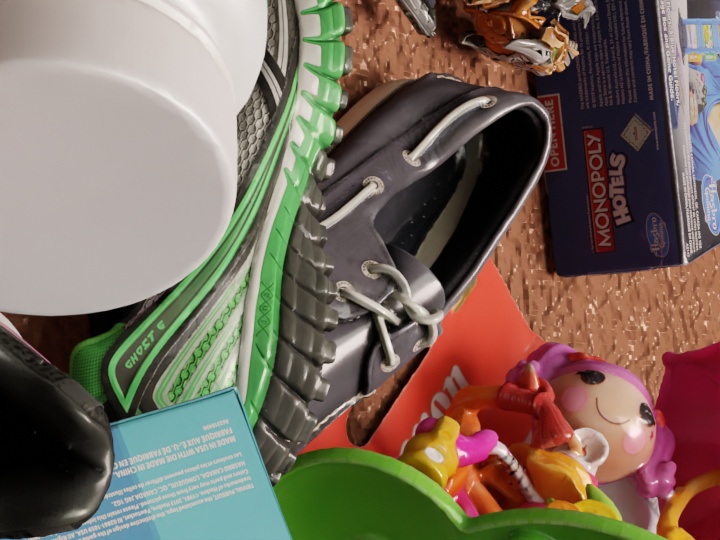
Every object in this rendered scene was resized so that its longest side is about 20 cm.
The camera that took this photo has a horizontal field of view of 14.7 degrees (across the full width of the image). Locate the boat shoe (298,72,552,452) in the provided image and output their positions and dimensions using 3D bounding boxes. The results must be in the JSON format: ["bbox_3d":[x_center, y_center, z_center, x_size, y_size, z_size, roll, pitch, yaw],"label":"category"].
[{"bbox_3d":[0.000,0.000,0.929,0.200,0.063,0.073,-52,128,-40],"label":"boat shoe"}]

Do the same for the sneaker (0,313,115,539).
[{"bbox_3d":[-0.133,0.017,0.577,0.200,0.086,0.080,7,95,-41],"label":"sneaker"}]

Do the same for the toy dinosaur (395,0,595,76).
[{"bbox_3d":[0.040,-0.162,0.984,0.136,0.102,0.200,-52,148,-22],"label":"toy dinosaur"}]

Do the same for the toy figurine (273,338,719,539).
[{"bbox_3d":[0.081,0.084,0.954,0.200,0.150,0.184,33,36,3],"label":"toy figurine"}]

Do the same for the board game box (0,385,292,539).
[{"bbox_3d":[-0.066,0.145,0.736,0.151,0.047,0.200,-14,80,-40],"label":"board game box"}]

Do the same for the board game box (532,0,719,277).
[{"bbox_3d":[0.147,-0.104,1.131,0.200,0.062,0.200,-6,90,-53],"label":"board game box"}]

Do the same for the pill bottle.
[{"bbox_3d":[-0.082,-0.093,0.747,0.113,0.113,0.200,42,32,-41],"label":"pill bottle"}]

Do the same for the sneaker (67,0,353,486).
[{"bbox_3d":[-0.053,-0.037,0.857,0.085,0.078,0.200,12,61,-21],"label":"sneaker"}]

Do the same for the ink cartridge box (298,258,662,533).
[{"bbox_3d":[0.059,0.098,1.007,0.163,0.057,0.200,-55,131,-39],"label":"ink cartridge box"}]
